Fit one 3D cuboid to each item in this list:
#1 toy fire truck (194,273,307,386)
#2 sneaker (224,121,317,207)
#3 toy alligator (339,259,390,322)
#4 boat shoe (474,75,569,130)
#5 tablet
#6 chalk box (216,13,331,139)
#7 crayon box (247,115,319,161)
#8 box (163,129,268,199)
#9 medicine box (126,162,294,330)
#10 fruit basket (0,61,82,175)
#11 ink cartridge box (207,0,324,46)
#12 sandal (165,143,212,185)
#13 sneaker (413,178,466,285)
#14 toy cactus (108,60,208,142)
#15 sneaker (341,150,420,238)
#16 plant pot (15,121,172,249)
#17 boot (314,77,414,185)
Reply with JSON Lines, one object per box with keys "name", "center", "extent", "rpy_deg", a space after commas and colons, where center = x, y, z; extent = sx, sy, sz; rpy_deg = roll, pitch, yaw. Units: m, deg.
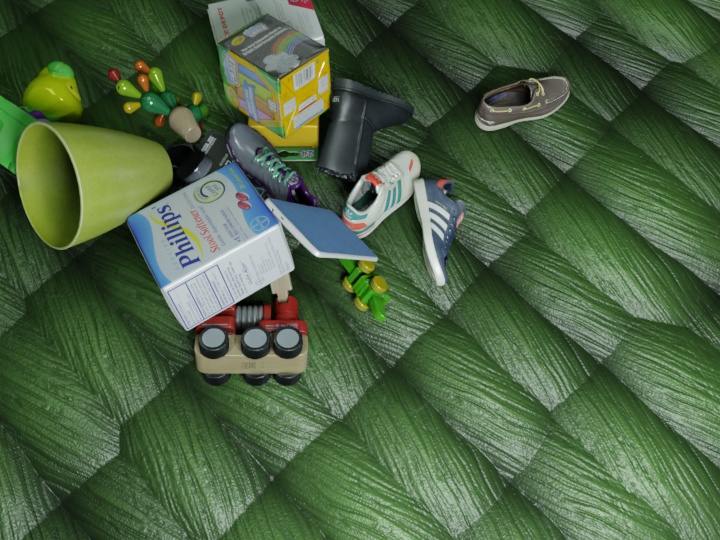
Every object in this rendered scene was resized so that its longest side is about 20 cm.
{"name": "toy fire truck", "center": [-0.171, 0.064, 1.213], "extent": [0.172, 0.130, 0.203], "rpy_deg": [0, 48, -5]}
{"name": "sneaker", "center": [-0.139, -0.171, 1.268], "extent": [0.201, 0.087, 0.075], "rpy_deg": [50, 60, -28]}
{"name": "toy alligator", "center": [0.000, 0.000, 1.272], "extent": [0.054, 0.059, 0.202], "rpy_deg": [-2, 53, -50]}
{"name": "boat shoe", "center": [0.307, -0.322, 1.416], "extent": [0.196, 0.060, 0.073], "rpy_deg": [-19, 67, -9]}
{"name": "tablet", "center": [-0.058, -0.060, 1.191], "extent": [0.130, 0.199, 0.014], "rpy_deg": [46, 108, 21]}
{"name": "chalk box", "center": [-0.161, -0.343, 1.304], "extent": [0.199, 0.125, 0.124], "rpy_deg": [35, 58, 27]}
{"name": "crayon box", "center": [-0.135, -0.283, 1.366], "extent": [0.123, 0.052, 0.203], "rpy_deg": [-1, 50, -2]}
{"name": "box", "center": [-0.243, -0.131, 1.329], "extent": [0.158, 0.044, 0.202], "rpy_deg": [25, 68, 10]}
{"name": "medicine box", "center": [-0.233, -0.042, 1.180], "extent": [0.198, 0.104, 0.183], "rpy_deg": [-29, 50, -13]}
{"name": "fruit basket", "center": [-0.520, -0.244, 1.288], "extent": [0.154, 0.217, 0.217], "rpy_deg": [33, 69, 13]}
{"name": "ink cartridge box", "center": [-0.179, -0.448, 1.451], "extent": [0.196, 0.084, 0.148], "rpy_deg": [-15, 66, -7]}
{"name": "sandal", "center": [-0.304, -0.189, 1.287], "extent": [0.043, 0.199, 0.077], "rpy_deg": [42, 77, -30]}
{"name": "sneaker", "center": [0.143, -0.073, 1.292], "extent": [0.083, 0.075, 0.204], "rpy_deg": [-7, 66, 0]}
{"name": "toy cactus", "center": [-0.336, -0.278, 1.329], "extent": [0.103, 0.199, 0.165], "rpy_deg": [-48, 59, 12]}
{"name": "sneaker", "center": [0.040, -0.145, 1.313], "extent": [0.070, 0.094, 0.200], "rpy_deg": [38, 71, 15]}
{"name": "plant pot", "center": [-0.402, -0.147, 1.198], "extent": [0.198, 0.188, 0.188], "rpy_deg": [-20, 62, -48]}
{"name": "boot", "center": [0.007, -0.235, 1.358], "extent": [0.076, 0.198, 0.172], "rpy_deg": [15, 96, 42]}
